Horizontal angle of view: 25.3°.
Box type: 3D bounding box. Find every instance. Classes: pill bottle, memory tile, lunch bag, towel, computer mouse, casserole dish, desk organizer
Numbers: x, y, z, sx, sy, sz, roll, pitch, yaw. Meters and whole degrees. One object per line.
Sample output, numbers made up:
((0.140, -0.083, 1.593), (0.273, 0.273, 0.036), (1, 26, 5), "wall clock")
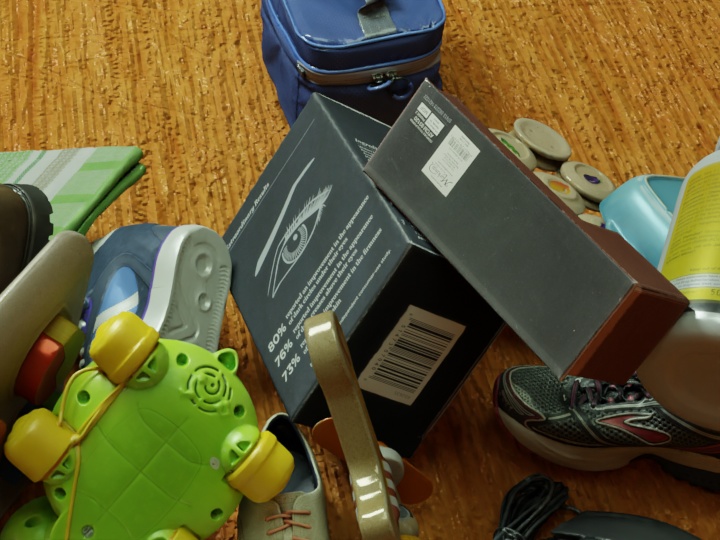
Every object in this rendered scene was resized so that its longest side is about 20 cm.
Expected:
((0.247, -0.007, 1.013), (0.111, 0.113, 0.201), (13, 56, 15), "pill bottle")
((0.155, -0.039, 1.137), (0.200, 0.017, 0.153), (43, 32, 23), "memory tile")
((-0.008, -0.201, 1.341), (0.134, 0.133, 0.201), (-12, 43, -13), "lunch bag")
((-0.268, -0.036, 1.184), (0.198, 0.031, 0.150), (1, 40, 34), "towel")
((0.163, 0.190, 0.970), (0.198, 0.053, 0.139), (19, 45, 20), "computer mouse")
((0.260, -0.023, 1.152), (0.198, 0.039, 0.122), (5, 38, -38), "casserole dish")
((0.098, -0.023, 0.963), (0.077, 0.072, 0.200), (13, 29, -51), "desk organizer")

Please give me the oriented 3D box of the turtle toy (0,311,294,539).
((-0.143, 0.123, 0.970), (0.200, 0.146, 0.101), (-48, 9, -2), "turtle toy")

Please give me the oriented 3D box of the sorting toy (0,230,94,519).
((-0.219, 0.099, 0.967), (0.036, 0.201, 0.186), (27, 47, 9), "sorting toy")

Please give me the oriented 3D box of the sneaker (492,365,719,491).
((0.187, 0.087, 1.067), (0.198, 0.075, 0.081), (7, 42, 9), "sneaker")

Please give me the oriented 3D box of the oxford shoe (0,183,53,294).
((-0.262, 0.041, 1.045), (0.072, 0.203, 0.084), (8, 3, 29), "oxford shoe")

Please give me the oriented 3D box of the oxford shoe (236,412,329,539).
((-0.049, 0.175, 0.971), (0.070, 0.074, 0.201), (-6, 42, -6), "oxford shoe")

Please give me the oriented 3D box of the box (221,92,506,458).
((0.000, 0.000, 1.076), (0.104, 0.149, 0.201), (21, 25, -33), "box")

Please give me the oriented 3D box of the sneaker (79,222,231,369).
((-0.172, 0.062, 1.113), (0.145, 0.080, 0.202), (-6, 61, 43), "sneaker")

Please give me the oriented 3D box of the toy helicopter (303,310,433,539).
((0.006, 0.115, 0.956), (0.078, 0.202, 0.132), (-16, 17, 6), "toy helicopter")
